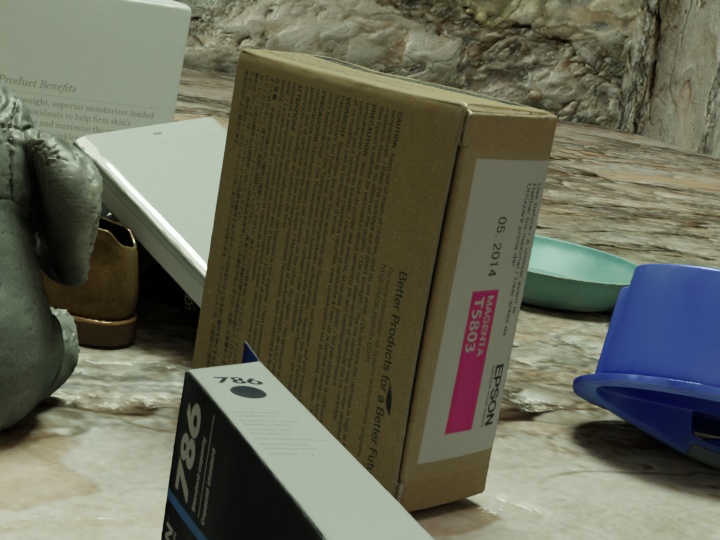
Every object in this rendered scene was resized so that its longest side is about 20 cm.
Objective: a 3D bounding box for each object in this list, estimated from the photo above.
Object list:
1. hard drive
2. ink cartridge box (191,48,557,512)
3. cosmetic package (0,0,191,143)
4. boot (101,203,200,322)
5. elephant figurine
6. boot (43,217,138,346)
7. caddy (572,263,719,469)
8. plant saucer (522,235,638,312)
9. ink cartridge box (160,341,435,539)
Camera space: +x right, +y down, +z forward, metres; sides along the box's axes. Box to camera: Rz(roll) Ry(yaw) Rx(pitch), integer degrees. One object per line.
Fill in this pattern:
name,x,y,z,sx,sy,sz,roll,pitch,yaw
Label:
hard drive,-0.078,-0.022,0.926,0.200,0.026,0.132,44,34,21
ink cartridge box,0.000,0.000,0.734,0.165,0.200,0.075,22,17,41
cosmetic package,-0.256,-0.145,1.210,0.165,0.200,0.165,5,13,-27
boot,-0.114,-0.015,1.023,0.162,0.073,0.198,19,20,21
elephant figurine,-0.195,-0.031,0.706,0.155,0.200,0.141,15,12,22
boot,-0.224,-0.014,0.920,0.200,0.076,0.074,14,14,23
caddy,0.230,0.069,0.868,0.200,0.105,0.141,12,-12,5
plant saucer,0.160,0.001,1.295,0.200,0.036,0.200,10,12,-2
ink cartridge box,-0.034,0.098,0.484,0.039,0.100,0.200,5,12,-22
